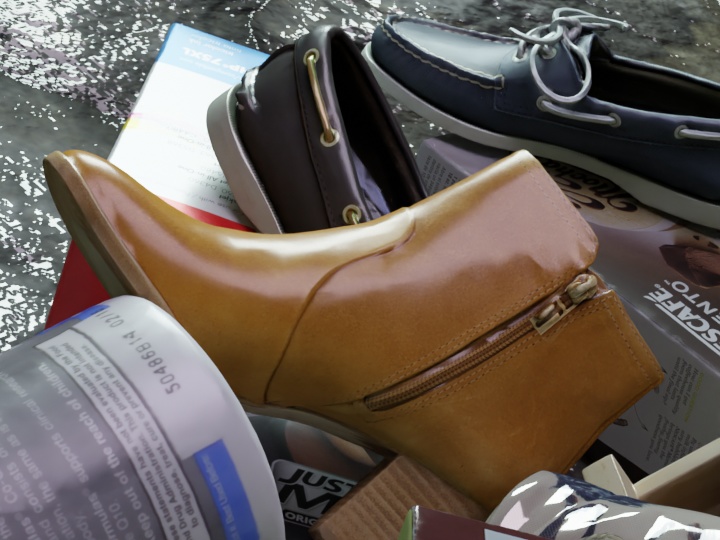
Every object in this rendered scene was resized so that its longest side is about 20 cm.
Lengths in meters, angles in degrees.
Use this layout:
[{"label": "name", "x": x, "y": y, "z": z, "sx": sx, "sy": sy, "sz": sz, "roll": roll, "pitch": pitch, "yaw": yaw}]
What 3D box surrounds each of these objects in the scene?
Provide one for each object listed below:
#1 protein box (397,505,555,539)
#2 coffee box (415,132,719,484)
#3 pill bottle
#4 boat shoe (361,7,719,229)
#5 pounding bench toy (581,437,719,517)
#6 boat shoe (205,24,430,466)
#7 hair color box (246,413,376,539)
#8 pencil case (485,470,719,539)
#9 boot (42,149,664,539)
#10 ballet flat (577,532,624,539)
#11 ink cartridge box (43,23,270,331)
[{"label": "protein box", "x": 0.048, "y": 0.214, "z": 0.684, "sx": 0.134, "sy": 0.199, "sz": 0.200, "roll": 14, "pitch": 32, "yaw": -8}, {"label": "coffee box", "x": 0.119, "y": 0.017, "z": 1.131, "sx": 0.113, "sy": 0.080, "sz": 0.200, "roll": -15, "pitch": 45, "yaw": -44}, {"label": "pill bottle", "x": -0.133, "y": 0.098, "z": 0.799, "sx": 0.199, "sy": 0.114, "sz": 0.114, "roll": -27, "pitch": 51, "yaw": -24}, {"label": "boat shoe", "x": 0.098, "y": -0.080, "z": 1.131, "sx": 0.199, "sy": 0.062, "sz": 0.075, "roll": 23, "pitch": 32, "yaw": 11}, {"label": "pounding bench toy", "x": 0.194, "y": 0.134, "z": 0.884, "sx": 0.124, "sy": 0.155, "sz": 0.200, "roll": 54, "pitch": 12, "yaw": -36}, {"label": "boat shoe", "x": 0.012, "y": 0.003, "z": 0.943, "sx": 0.072, "sy": 0.060, "sz": 0.202, "roll": -3, "pitch": 60, "yaw": -59}, {"label": "hair color box", "x": -0.007, "y": 0.085, "z": 0.979, "sx": 0.101, "sy": 0.062, "sz": 0.200, "roll": 16, "pitch": 32, "yaw": -6}, {"label": "pencil case", "x": 0.125, "y": 0.126, "z": 0.795, "sx": 0.199, "sy": 0.078, "sz": 0.090, "roll": 14, "pitch": 72, "yaw": 26}, {"label": "boot", "x": 0.000, "y": 0.000, "z": 0.880, "sx": 0.201, "sy": 0.144, "sz": 0.071, "roll": 50, "pitch": -10, "yaw": -6}, {"label": "ballet flat", "x": 0.013, "y": 0.140, "z": 0.789, "sx": 0.067, "sy": 0.200, "sz": 0.046, "roll": 34, "pitch": 31, "yaw": -24}, {"label": "ink cartridge box", "x": -0.080, "y": 0.000, "z": 1.014, "sx": 0.067, "sy": 0.117, "sz": 0.200, "roll": 19, "pitch": 31, "yaw": -2}]
